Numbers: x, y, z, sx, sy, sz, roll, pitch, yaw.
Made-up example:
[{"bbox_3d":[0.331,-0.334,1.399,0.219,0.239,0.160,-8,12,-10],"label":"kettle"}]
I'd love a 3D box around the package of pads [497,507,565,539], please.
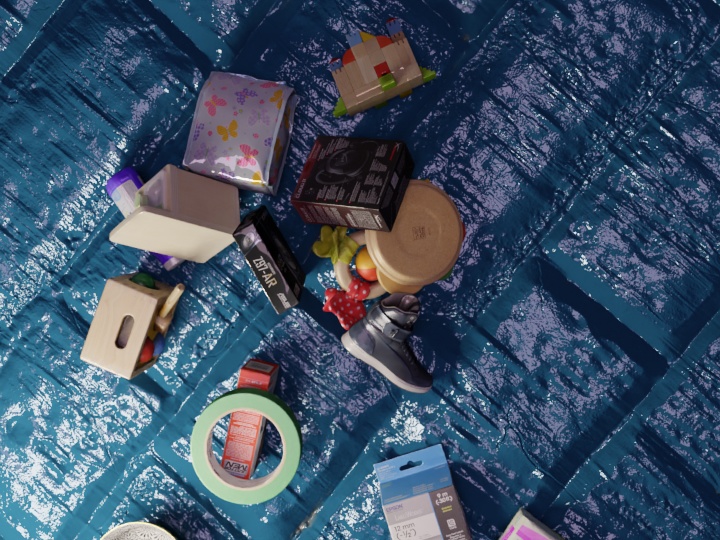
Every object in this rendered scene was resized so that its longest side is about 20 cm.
[{"bbox_3d":[0.338,0.570,1.701,0.199,0.068,0.155,36,96,2],"label":"package of pads"}]

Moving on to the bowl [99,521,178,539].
[{"bbox_3d":[-0.412,0.569,1.748,0.198,0.094,0.203,0,94,5],"label":"bowl"}]

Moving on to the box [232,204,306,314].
[{"bbox_3d":[-0.160,-0.024,1.620,0.043,0.200,0.161,-28,101,6],"label":"box"}]

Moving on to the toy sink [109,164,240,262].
[{"bbox_3d":[-0.332,-0.106,1.616,0.130,0.199,0.113,-30,57,42],"label":"toy sink"}]

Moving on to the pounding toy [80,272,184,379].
[{"bbox_3d":[-0.398,0.087,1.666,0.141,0.184,0.202,22,95,2],"label":"pounding toy"}]

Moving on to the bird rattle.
[{"bbox_3d":[0.000,0.000,1.675,0.161,0.113,0.202,-17,96,-11],"label":"bird rattle"}]

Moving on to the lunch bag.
[{"bbox_3d":[-0.213,-0.254,1.655,0.168,0.127,0.202,11,84,5],"label":"lunch bag"}]

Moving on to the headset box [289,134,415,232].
[{"bbox_3d":[-0.022,-0.158,1.617,0.198,0.077,0.150,6,62,27],"label":"headset box"}]

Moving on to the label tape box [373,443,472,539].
[{"bbox_3d":[0.118,0.449,1.712,0.142,0.066,0.202,-18,94,6],"label":"label tape box"}]

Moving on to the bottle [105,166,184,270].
[{"bbox_3d":[-0.400,-0.094,1.704,0.065,0.083,0.201,-34,92,-21],"label":"bottle"}]

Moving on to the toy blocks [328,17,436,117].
[{"bbox_3d":[0.020,-0.379,1.655,0.198,0.100,0.138,-24,80,5],"label":"toy blocks"}]

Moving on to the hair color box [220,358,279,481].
[{"bbox_3d":[-0.208,0.278,1.702,0.063,0.111,0.202,14,96,2],"label":"hair color box"}]

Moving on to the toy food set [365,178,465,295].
[{"bbox_3d":[0.101,-0.066,1.657,0.196,0.049,0.202,-26,96,-16],"label":"toy food set"}]

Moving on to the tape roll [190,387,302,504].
[{"bbox_3d":[-0.203,0.314,1.626,0.198,0.048,0.203,0,94,2],"label":"tape roll"}]

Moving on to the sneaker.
[{"bbox_3d":[0.087,0.130,1.653,0.201,0.077,0.146,34,110,-21],"label":"sneaker"}]
